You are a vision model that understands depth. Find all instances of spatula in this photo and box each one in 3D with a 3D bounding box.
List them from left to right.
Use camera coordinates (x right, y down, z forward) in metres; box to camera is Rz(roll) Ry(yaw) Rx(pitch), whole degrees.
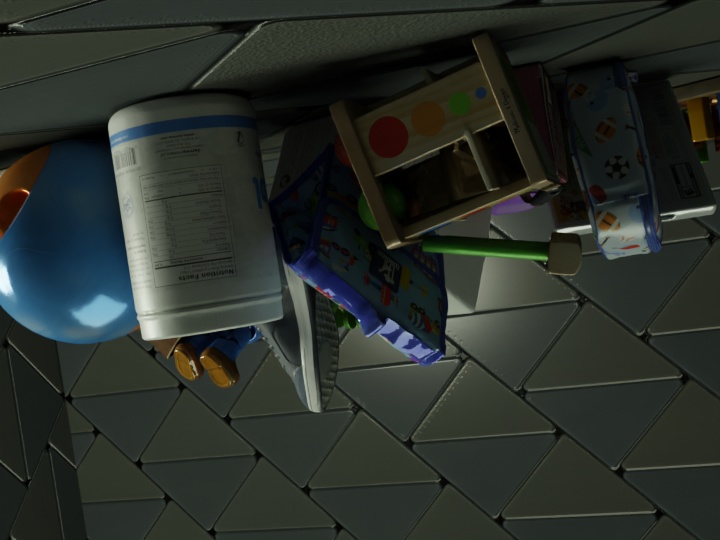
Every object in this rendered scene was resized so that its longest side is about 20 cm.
[{"bbox_3d":[0.190,-0.080,1.138,0.056,0.021,0.200,-8,180,-6],"label":"spatula"}]

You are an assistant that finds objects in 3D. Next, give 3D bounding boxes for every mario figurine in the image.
[{"bbox_3d":[-0.118,0.062,1.193,0.200,0.123,0.106,-49,169,-37],"label":"mario figurine"}]

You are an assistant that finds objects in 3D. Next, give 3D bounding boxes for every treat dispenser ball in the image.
[{"bbox_3d":[-0.271,-0.029,1.018,0.201,0.201,0.201,-9,-179,0],"label":"treat dispenser ball"}]

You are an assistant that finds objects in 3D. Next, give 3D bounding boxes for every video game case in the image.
[{"bbox_3d":[0.297,-0.134,1.212,0.182,0.200,0.023,-9,145,3],"label":"video game case"}]

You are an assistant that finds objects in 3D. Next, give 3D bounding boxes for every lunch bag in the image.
[{"bbox_3d":[0.000,0.000,0.908,0.094,0.151,0.200,-44,-157,19],"label":"lunch bag"},{"bbox_3d":[0.269,-0.116,1.086,0.075,0.200,0.160,-10,167,20],"label":"lunch bag"}]

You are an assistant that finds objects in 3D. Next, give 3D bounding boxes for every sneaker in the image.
[{"bbox_3d":[-0.104,0.051,1.065,0.146,0.203,0.077,-4,-163,17],"label":"sneaker"}]

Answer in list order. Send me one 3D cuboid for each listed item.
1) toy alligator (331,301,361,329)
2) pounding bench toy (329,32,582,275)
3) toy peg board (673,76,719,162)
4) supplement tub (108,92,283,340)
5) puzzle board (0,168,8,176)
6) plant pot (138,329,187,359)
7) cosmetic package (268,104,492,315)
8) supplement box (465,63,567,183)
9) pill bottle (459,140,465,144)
[{"bbox_3d":[-0.037,0.034,1.109,0.200,0.054,0.059,3,155,23],"label":"toy alligator"},{"bbox_3d":[0.080,-0.066,0.862,0.156,0.200,0.124,-23,177,15],"label":"pounding bench toy"},{"bbox_3d":[0.488,-0.204,1.429,0.200,0.098,0.199,-10,-178,-42],"label":"toy peg board"},{"bbox_3d":[-0.144,-0.047,0.913,0.132,0.200,0.132,-9,-179,0],"label":"supplement tub"},{"bbox_3d":[-0.380,-0.109,1.257,0.151,0.017,0.200,-8,180,34],"label":"puzzle board"},{"bbox_3d":[-0.244,-0.031,1.192,0.187,0.200,0.187,-53,-177,4],"label":"plant pot"},{"bbox_3d":[0.022,-0.057,1.148,0.165,0.165,0.200,-8,149,40],"label":"cosmetic package"},{"bbox_3d":[0.164,-0.142,1.083,0.086,0.111,0.200,-9,180,15],"label":"supplement box"},{"bbox_3d":[0.076,-0.130,1.311,0.200,0.114,0.114,-9,-179,23],"label":"pill bottle"}]
